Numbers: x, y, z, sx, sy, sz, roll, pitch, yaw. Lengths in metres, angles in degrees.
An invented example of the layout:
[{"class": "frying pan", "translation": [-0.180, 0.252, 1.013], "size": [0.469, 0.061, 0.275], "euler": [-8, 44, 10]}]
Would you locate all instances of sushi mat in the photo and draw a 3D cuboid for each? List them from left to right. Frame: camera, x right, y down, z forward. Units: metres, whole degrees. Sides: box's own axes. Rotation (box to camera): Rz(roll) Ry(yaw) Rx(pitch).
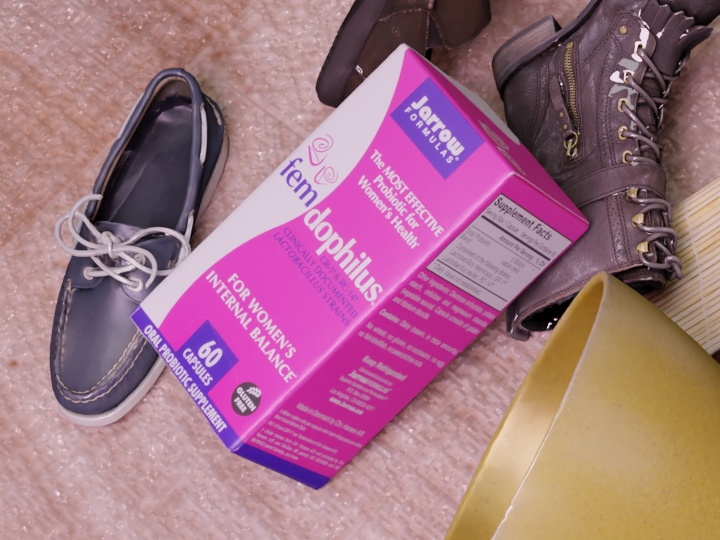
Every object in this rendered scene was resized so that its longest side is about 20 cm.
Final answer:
[{"class": "sushi mat", "translation": [0.198, -0.017, 1.410], "size": [0.200, 0.012, 0.096], "euler": [-36, 48, 35]}]

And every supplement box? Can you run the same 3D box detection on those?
[{"class": "supplement box", "translation": [0.000, 0.000, 1.425], "size": [0.200, 0.103, 0.101], "euler": [-44, 60, 8]}]

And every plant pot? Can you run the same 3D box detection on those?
[{"class": "plant pot", "translation": [0.130, 0.121, 1.334], "size": [0.142, 0.200, 0.200], "euler": [28, 69, -2]}]

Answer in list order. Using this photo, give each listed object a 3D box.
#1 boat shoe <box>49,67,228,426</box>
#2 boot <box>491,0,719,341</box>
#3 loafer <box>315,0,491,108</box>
[{"class": "boat shoe", "translation": [-0.121, -0.015, 1.515], "size": [0.075, 0.062, 0.200], "euler": [16, 67, 17]}, {"class": "boot", "translation": [0.145, -0.067, 1.455], "size": [0.200, 0.069, 0.174], "euler": [-35, 48, 38]}, {"class": "loafer", "translation": [0.042, -0.158, 1.504], "size": [0.071, 0.200, 0.073], "euler": [26, 43, -2]}]
